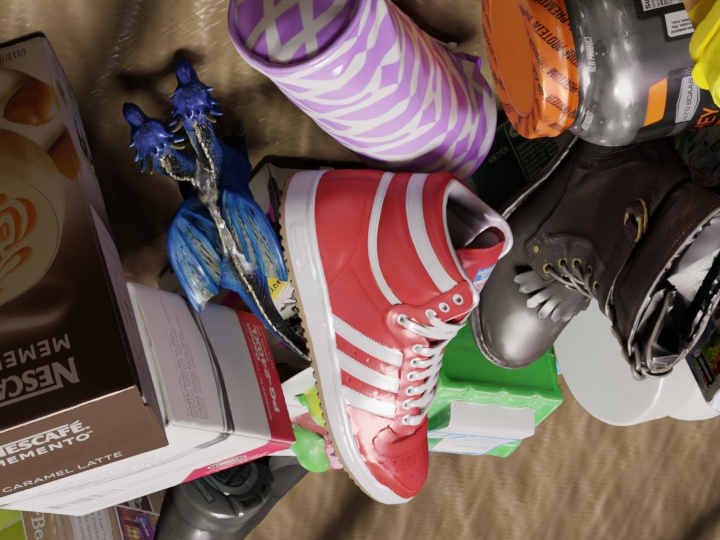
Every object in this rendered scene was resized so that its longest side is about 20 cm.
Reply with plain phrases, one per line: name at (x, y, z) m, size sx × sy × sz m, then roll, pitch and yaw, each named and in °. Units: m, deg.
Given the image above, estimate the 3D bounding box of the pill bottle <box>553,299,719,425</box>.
pill bottle at (0.217, 0.024, 1.671) m, size 0.199 × 0.114 × 0.114 m, roll -13°, pitch 156°, yaw -35°

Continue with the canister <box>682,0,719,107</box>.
canister at (0.177, -0.193, 1.256) m, size 0.086 × 0.201 × 0.149 m, roll -5°, pitch 151°, yaw -26°

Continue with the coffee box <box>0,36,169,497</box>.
coffee box at (-0.177, 0.001, 1.405) m, size 0.114 × 0.201 × 0.080 m, roll -18°, pitch 155°, yaw -1°

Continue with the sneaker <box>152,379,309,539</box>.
sneaker at (-0.080, 0.129, 1.795) m, size 0.091 × 0.076 × 0.200 m, roll -58°, pitch 169°, yaw 27°

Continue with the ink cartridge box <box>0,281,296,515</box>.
ink cartridge box at (-0.140, 0.072, 1.537) m, size 0.144 × 0.084 × 0.200 m, roll -18°, pitch 168°, yaw 15°

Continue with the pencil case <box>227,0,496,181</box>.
pencil case at (0.007, -0.106, 1.459) m, size 0.086 × 0.084 × 0.200 m, roll -60°, pitch 152°, yaw -3°

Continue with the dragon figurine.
dragon figurine at (-0.070, -0.018, 1.514) m, size 0.058 × 0.201 × 0.099 m, roll -20°, pitch -167°, yaw 9°

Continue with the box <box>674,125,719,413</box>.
box at (0.213, -0.025, 1.516) m, size 0.040 × 0.200 × 0.137 m, roll 31°, pitch 112°, yaw -28°

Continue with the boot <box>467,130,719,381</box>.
boot at (0.129, 0.005, 1.511) m, size 0.069 × 0.174 × 0.201 m, roll 16°, pitch 116°, yaw -22°

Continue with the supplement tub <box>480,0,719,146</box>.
supplement tub at (0.169, -0.134, 1.460) m, size 0.199 × 0.123 × 0.123 m, roll -12°, pitch 154°, yaw -12°

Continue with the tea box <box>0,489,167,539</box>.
tea box at (-0.215, 0.213, 1.795) m, size 0.196 × 0.201 × 0.133 m, roll -30°, pitch 152°, yaw 28°

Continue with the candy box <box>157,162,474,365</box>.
candy box at (0.000, 0.000, 1.684) m, size 0.199 × 0.061 × 0.136 m, roll 2°, pitch 148°, yaw -35°

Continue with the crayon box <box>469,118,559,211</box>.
crayon box at (0.166, -0.062, 1.674) m, size 0.127 × 0.051 × 0.199 m, roll -37°, pitch 149°, yaw 25°

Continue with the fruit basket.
fruit basket at (0.015, 0.083, 1.684) m, size 0.184 × 0.094 × 0.200 m, roll 9°, pitch 147°, yaw -44°

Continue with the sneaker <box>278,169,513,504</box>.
sneaker at (0.034, 0.036, 1.511) m, size 0.112 × 0.071 × 0.201 m, roll -4°, pitch 119°, yaw 23°
